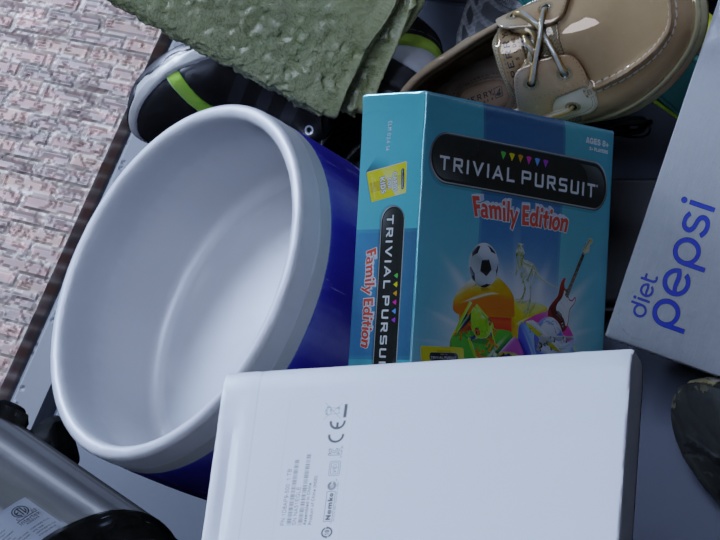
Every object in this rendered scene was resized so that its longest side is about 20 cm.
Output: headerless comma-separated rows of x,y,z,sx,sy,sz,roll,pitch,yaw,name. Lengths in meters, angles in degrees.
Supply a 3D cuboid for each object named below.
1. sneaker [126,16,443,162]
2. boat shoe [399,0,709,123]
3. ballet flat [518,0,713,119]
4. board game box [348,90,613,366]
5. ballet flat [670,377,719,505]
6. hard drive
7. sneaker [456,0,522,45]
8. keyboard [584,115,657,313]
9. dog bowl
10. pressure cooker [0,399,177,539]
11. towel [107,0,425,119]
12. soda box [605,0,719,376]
-0.043,-0.093,1.629,0.199,0.072,0.083,-13,61,15,sneaker
0.101,-0.110,1.508,0.200,0.064,0.072,-28,69,44,boat shoe
0.165,-0.130,1.556,0.200,0.067,0.067,39,38,15,ballet flat
0.062,0.019,1.441,0.047,0.151,0.201,0,84,43,board game box
0.239,0.114,1.430,0.200,0.057,0.067,33,123,32,ballet flat
0.026,0.104,1.285,0.199,0.027,0.132,-4,60,20,hard drive
0.105,-0.193,1.614,0.074,0.087,0.200,21,72,30,sneaker
0.116,-0.035,1.568,0.199,0.021,0.128,0,69,20,keyboard
-0.073,0.018,1.494,0.200,0.079,0.201,-28,48,37,dog bowl
-0.204,0.165,1.487,0.200,0.176,0.179,29,105,34,pressure cooker
-0.057,-0.183,1.566,0.199,0.036,0.149,25,95,-10,towel
0.195,-0.048,1.470,0.068,0.063,0.201,20,94,17,soda box
